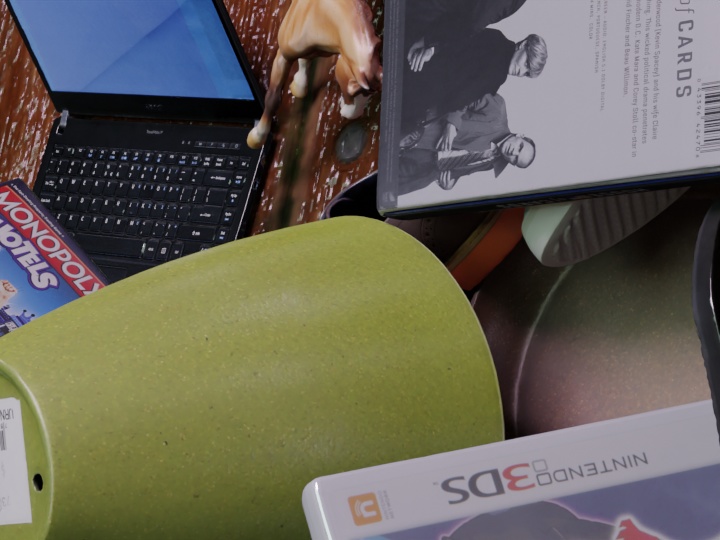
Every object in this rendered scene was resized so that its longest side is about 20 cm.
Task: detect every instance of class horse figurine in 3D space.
[{"bbox_3d":[-0.016,-0.152,1.325,0.133,0.050,0.201,127,154,-61],"label":"horse figurine"}]

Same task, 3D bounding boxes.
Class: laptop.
[{"bbox_3d":[-0.143,-0.069,1.400,0.177,0.103,0.201,6,75,45],"label":"laptop"}]

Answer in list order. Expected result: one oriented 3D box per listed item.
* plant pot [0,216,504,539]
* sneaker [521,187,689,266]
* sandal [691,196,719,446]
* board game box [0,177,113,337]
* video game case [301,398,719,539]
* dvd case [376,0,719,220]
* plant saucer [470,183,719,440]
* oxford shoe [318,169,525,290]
[{"bbox_3d":[-0.075,0.074,1.117,0.187,0.199,0.188,4,96,49],"label":"plant pot"},{"bbox_3d":[0.122,-0.095,1.127,0.200,0.074,0.082,-54,55,18],"label":"sneaker"},{"bbox_3d":[0.169,0.059,1.022,0.045,0.075,0.201,-25,54,35],"label":"sandal"},{"bbox_3d":[-0.152,0.051,1.269,0.200,0.199,0.062,47,135,27],"label":"board game box"},{"bbox_3d":[0.089,0.155,0.994,0.023,0.181,0.201,122,134,-61],"label":"video game case"},{"bbox_3d":[0.085,-0.103,1.099,0.199,0.025,0.151,-5,79,45],"label":"dvd case"},{"bbox_3d":[0.126,0.041,1.150,0.200,0.034,0.201,-19,60,36],"label":"plant saucer"},{"bbox_3d":[0.000,0.000,1.238,0.200,0.072,0.071,-49,25,30],"label":"oxford shoe"}]
